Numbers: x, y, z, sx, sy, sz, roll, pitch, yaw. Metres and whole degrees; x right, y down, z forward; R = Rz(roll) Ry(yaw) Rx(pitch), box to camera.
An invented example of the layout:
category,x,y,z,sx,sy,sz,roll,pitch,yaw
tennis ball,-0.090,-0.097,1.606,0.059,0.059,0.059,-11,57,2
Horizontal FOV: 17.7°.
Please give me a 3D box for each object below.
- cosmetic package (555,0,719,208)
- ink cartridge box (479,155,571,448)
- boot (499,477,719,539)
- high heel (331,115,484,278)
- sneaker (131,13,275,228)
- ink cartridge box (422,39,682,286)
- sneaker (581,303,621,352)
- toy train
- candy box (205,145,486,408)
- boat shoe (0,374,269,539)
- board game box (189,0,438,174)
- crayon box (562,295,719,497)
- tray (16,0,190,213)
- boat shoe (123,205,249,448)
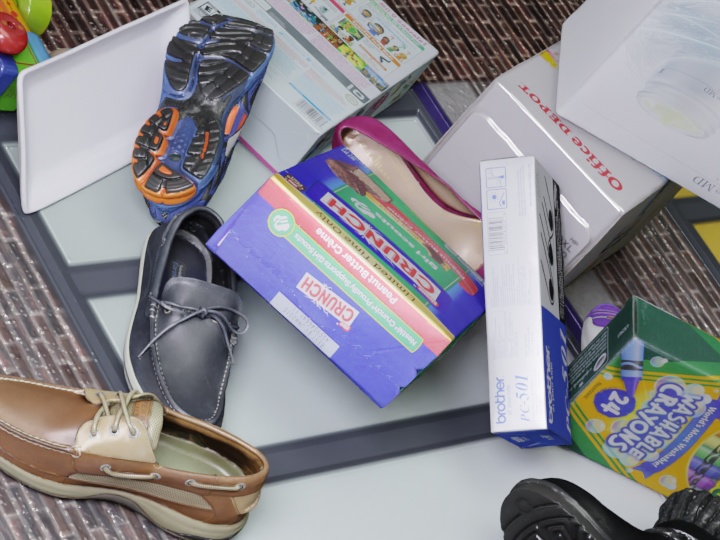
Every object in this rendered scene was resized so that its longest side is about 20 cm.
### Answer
category,x,y,z,sx,sy,sz,roll,pitch,yaw
cosmetic package,0.287,-0.168,1.761,0.199,0.200,0.123,28,42,-17
ink cartridge box,0.121,0.024,1.690,0.094,0.044,0.200,35,52,-70
boot,0.204,0.195,1.656,0.211,0.079,0.158,47,44,-7
high heel,0.052,-0.036,1.756,0.200,0.067,0.096,42,7,12
sneaker,-0.118,-0.111,1.691,0.075,0.078,0.200,19,53,9
ink cartridge box,0.163,-0.084,1.857,0.147,0.145,0.200,47,38,9
sneaker,0.267,0.074,1.840,0.200,0.081,0.083,24,34,-18
toy train,-0.274,-0.198,1.673,0.116,0.085,0.200,4,48,-51
candy box,0.000,0.000,1.639,0.169,0.077,0.200,43,17,4
boat shoe,-0.149,0.105,1.464,0.200,0.074,0.076,21,40,-22
board game box,-0.049,-0.173,1.841,0.148,0.064,0.200,45,39,6
crayon box,0.253,0.113,1.745,0.200,0.126,0.052,26,40,-16
tray,-0.187,-0.121,1.659,0.022,0.107,0.200,16,28,27
boat shoe,-0.117,0.035,1.574,0.075,0.062,0.200,22,42,-24
